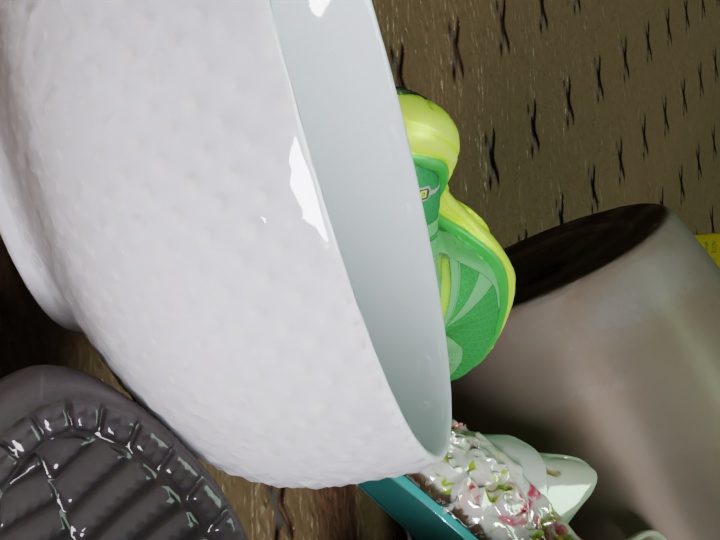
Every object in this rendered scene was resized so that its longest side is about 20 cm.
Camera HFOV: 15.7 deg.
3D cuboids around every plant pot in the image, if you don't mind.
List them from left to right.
[{"bbox_3d":[0.103,0.075,1.052,0.174,0.200,0.200,65,19,-10],"label":"plant pot"}]

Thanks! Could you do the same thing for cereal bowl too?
[{"bbox_3d":[-0.042,-0.041,0.627,0.200,0.083,0.200,-14,90,-81],"label":"cereal bowl"}]

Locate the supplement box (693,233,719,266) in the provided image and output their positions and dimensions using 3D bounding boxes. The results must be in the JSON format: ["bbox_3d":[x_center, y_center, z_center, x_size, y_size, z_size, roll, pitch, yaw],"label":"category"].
[{"bbox_3d":[0.296,0.046,1.733,0.110,0.200,0.109,69,23,-49],"label":"supplement box"}]

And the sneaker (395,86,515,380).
[{"bbox_3d":[0.000,0.000,0.881,0.084,0.074,0.200,-63,160,-13],"label":"sneaker"}]

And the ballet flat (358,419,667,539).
[{"bbox_3d":[0.075,0.108,0.939,0.064,0.200,0.076,-47,-172,-18],"label":"ballet flat"}]

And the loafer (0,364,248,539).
[{"bbox_3d":[-0.059,0.103,0.628,0.073,0.071,0.200,-35,125,-21],"label":"loafer"}]
